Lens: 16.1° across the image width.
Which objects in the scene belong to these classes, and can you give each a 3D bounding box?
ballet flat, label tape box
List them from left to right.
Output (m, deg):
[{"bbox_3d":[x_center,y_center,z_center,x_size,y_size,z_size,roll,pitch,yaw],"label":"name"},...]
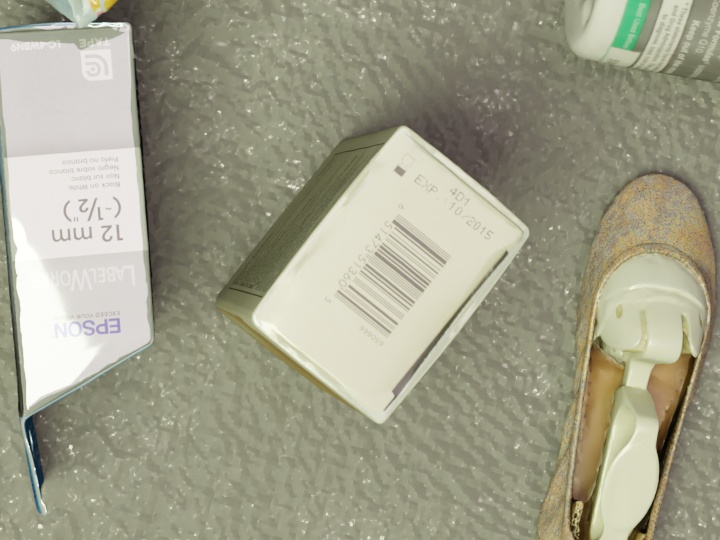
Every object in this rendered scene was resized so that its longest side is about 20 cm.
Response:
[{"bbox_3d":[-0.123,-0.003,1.119,0.066,0.143,0.202,-6,91,-6],"label":"label tape box"},{"bbox_3d":[0.131,0.054,1.186,0.067,0.067,0.202,10,89,-6],"label":"ballet flat"}]

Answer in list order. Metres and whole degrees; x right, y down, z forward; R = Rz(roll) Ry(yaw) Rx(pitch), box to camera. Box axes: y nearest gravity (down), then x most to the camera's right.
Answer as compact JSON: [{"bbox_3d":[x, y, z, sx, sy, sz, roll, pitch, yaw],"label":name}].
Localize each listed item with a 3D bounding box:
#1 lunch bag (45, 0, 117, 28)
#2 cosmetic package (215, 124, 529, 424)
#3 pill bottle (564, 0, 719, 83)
[{"bbox_3d":[-0.116,-0.211,1.090,0.169,0.200,0.127,-40,115,-6],"label":"lunch bag"},{"bbox_3d":[0.000,0.000,1.105,0.071,0.200,0.105,39,88,-6],"label":"cosmetic package"},{"bbox_3d":[0.201,-0.136,1.169,0.198,0.113,0.114,10,90,-6],"label":"pill bottle"}]
